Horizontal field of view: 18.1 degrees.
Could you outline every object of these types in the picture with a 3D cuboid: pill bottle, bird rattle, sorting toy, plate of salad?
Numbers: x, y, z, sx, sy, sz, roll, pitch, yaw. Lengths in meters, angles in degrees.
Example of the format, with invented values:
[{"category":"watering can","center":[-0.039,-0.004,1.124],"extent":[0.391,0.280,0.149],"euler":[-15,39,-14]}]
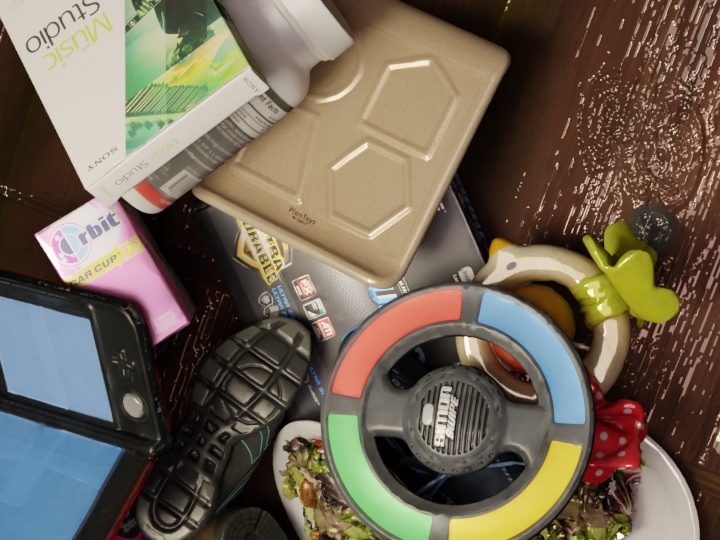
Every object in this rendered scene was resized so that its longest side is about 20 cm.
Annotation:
[{"category":"pill bottle","center":[-0.109,-0.143,1.636],"extent":[0.200,0.116,0.116],"euler":[-37,91,8]},{"category":"bird rattle","center":[0.150,0.057,1.679],"extent":[0.163,0.113,0.201],"euler":[18,102,8]},{"category":"sorting toy","center":[-0.006,-0.107,1.681],"extent":[0.185,0.036,0.200],"euler":[27,86,23]},{"category":"plate of salad","center":[0.161,0.205,1.745],"extent":[0.199,0.048,0.201],"euler":[3,102,14]},{"category":"plate of salad","center":[-0.004,0.205,1.725],"extent":[0.200,0.048,0.200],"euler":[36,146,30]}]

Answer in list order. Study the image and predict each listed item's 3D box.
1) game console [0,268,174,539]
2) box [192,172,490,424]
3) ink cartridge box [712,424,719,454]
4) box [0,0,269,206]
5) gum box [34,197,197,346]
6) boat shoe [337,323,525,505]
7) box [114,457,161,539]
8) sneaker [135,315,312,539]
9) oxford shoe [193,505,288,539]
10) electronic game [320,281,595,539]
[{"category":"game console","center":[-0.245,0.104,1.616],"extent":[0.200,0.119,0.173],"euler":[12,124,37]},{"category":"box","center":[0.000,0.000,1.744],"extent":[0.198,0.050,0.201],"euler":[-22,96,17]},{"category":"ink cartridge box","center":[0.368,0.060,1.653],"extent":[0.164,0.075,0.201],"euler":[19,105,10]},{"category":"box","center":[-0.165,-0.161,1.581],"extent":[0.144,0.036,0.200],"euler":[-36,58,9]},{"category":"gum box","center":[-0.182,0.001,1.712],"extent":[0.066,0.200,0.114],"euler":[-31,94,-1]},{"category":"boat shoe","center":[0.049,0.131,1.703],"extent":[0.200,0.069,0.084],"euler":[41,110,-1]},{"category":"box","center":[-0.226,0.200,1.756],"extent":[0.132,0.200,0.115],"euler":[-15,96,15]},{"category":"sneaker","center":[-0.104,0.122,1.738],"extent":[0.075,0.079,0.200],"euler":[36,89,12]},{"category":"oxford shoe","center":[-0.076,0.269,1.811],"extent":[0.084,0.073,0.201],"euler":[3,120,53]},{"category":"electronic game","center":[0.069,0.107,1.620],"extent":[0.199,0.042,0.201],"euler":[-2,80,12]}]
